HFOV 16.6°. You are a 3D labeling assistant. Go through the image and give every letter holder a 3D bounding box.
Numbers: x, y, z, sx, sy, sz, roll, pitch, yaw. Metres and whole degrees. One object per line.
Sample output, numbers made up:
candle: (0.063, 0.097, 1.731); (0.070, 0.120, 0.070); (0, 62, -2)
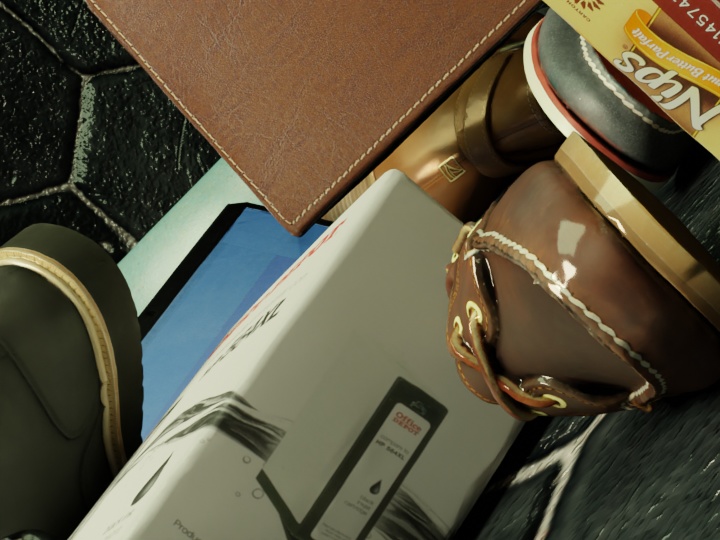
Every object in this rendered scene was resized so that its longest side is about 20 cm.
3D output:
letter holder: (0.007, -0.138, 0.937); (0.200, 0.142, 0.101); (-43, 1, 31)

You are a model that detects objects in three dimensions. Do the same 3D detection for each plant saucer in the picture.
plant saucer: (-0.073, -0.022, 1.196); (0.201, 0.039, 0.201); (-46, 4, 4)

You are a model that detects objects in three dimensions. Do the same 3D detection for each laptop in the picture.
laptop: (0.000, 0.000, 0.953); (0.200, 0.103, 0.177); (-44, 8, 43)

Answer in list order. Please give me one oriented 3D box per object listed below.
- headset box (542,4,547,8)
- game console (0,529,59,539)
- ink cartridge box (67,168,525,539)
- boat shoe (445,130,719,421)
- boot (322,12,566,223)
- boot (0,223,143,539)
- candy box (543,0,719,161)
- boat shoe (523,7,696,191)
headset box: (0.056, -0.211, 1.083); (0.077, 0.202, 0.148); (-12, -13, 33)
game console: (-0.124, 0.187, 0.640); (0.116, 0.177, 0.200); (-19, -12, -34)
ink cartridge box: (-0.036, 0.084, 0.762); (0.200, 0.084, 0.146); (-54, 7, -35)
boat shoe: (0.056, 0.010, 0.641); (0.070, 0.070, 0.200); (-42, -2, 3)
boot: (0.080, -0.082, 1.123); (0.154, 0.074, 0.200); (-31, 15, 46)
boot: (-0.128, 0.103, 0.829); (0.077, 0.201, 0.138); (5, 30, 30)
candy box: (0.131, -0.141, 0.811); (0.200, 0.115, 0.055); (-53, 8, -37)
boat shoe: (0.112, -0.090, 0.882); (0.063, 0.071, 0.200); (-43, 4, 28)
